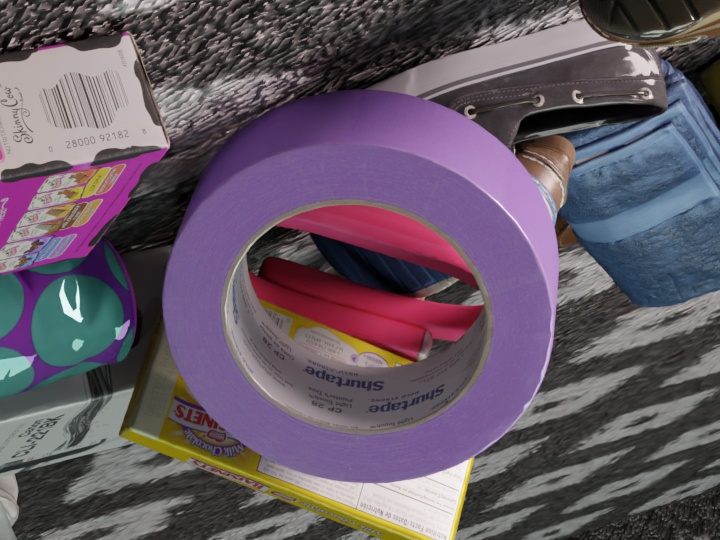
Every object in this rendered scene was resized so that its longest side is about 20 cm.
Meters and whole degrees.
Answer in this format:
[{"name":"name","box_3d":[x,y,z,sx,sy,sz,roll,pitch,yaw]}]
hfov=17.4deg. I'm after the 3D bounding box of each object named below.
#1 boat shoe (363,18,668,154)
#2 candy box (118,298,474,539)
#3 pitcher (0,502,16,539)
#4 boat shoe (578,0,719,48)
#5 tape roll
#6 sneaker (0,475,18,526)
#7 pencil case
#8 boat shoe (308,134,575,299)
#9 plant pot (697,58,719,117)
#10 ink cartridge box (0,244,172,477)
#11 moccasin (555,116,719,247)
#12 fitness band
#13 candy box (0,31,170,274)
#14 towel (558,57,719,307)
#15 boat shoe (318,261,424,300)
[{"name":"boat shoe","box_3d":[0.070,-0.078,1.250,0.200,0.066,0.070,-17,166,-14]},{"name":"candy box","box_3d":[-0.028,0.081,1.330,0.200,0.102,0.026,23,158,-15]},{"name":"pitcher","box_3d":[-0.318,0.205,1.386,0.200,0.121,0.172,-12,-162,15]},{"name":"boat shoe","box_3d":[0.200,-0.155,1.150,0.200,0.076,0.074,-12,171,-2]},{"name":"tape roll","box_3d":[0.001,0.010,1.216,0.200,0.200,0.066,-26,-156,20]},{"name":"sneaker","box_3d":[-0.296,0.148,1.513,0.200,0.100,0.078,-8,161,-42]},{"name":"pencil case","box_3d":[-0.218,0.027,1.197,0.200,0.085,0.093,-14,122,-28]},{"name":"boat shoe","box_3d":[0.051,-0.035,1.353,0.200,0.072,0.072,-7,-145,50]},{"name":"plant pot","box_3d":[0.359,-0.075,1.400,0.194,0.200,0.195,-7,162,-44]},{"name":"ink cartridge box","box_3d":[-0.172,0.056,1.377,0.200,0.084,0.144,-12,165,-29]},{"name":"moccasin","box_3d":[0.219,-0.053,1.530,0.201,0.078,0.074,-17,167,-1]},{"name":"fitness band","box_3d":[0.000,0.000,1.306,0.200,0.037,0.144,16,156,-3]},{"name":"candy box","box_3d":[-0.200,-0.036,1.032,0.200,0.061,0.136,-14,165,-28]},{"name":"towel","box_3d":[0.178,-0.045,1.426,0.112,0.049,0.200,-23,143,16]},{"name":"boat shoe","box_3d":[-0.002,0.021,1.443,0.062,0.072,0.200,-29,-168,21]}]
